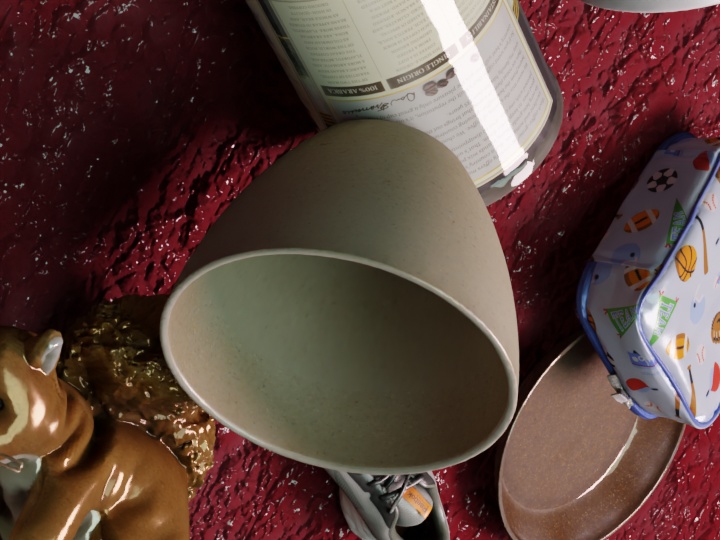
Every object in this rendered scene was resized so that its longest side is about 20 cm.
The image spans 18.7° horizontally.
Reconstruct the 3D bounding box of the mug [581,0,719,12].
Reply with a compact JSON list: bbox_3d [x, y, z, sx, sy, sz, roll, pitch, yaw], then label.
[{"bbox_3d":[0.166,-0.265,1.370,0.199,0.148,0.176,-12,116,-2],"label":"mug"}]

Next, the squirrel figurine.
[{"bbox_3d":[-0.171,0.089,1.277,0.200,0.141,0.187,-47,127,-32],"label":"squirrel figurine"}]

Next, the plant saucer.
[{"bbox_3d":[0.168,0.119,1.646,0.200,0.037,0.201,-21,125,-32],"label":"plant saucer"}]

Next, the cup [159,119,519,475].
[{"bbox_3d":[0.000,0.000,1.237,0.201,0.200,0.144,60,33,-43],"label":"cup"}]

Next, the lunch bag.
[{"bbox_3d":[0.239,0.011,1.589,0.200,0.075,0.160,-55,132,-25],"label":"lunch bag"}]

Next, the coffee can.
[{"bbox_3d":[0.020,-0.146,1.284,0.146,0.146,0.200,-44,135,-15],"label":"coffee can"}]

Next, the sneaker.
[{"bbox_3d":[0.010,0.125,1.477,0.074,0.079,0.200,-43,133,-13],"label":"sneaker"}]
